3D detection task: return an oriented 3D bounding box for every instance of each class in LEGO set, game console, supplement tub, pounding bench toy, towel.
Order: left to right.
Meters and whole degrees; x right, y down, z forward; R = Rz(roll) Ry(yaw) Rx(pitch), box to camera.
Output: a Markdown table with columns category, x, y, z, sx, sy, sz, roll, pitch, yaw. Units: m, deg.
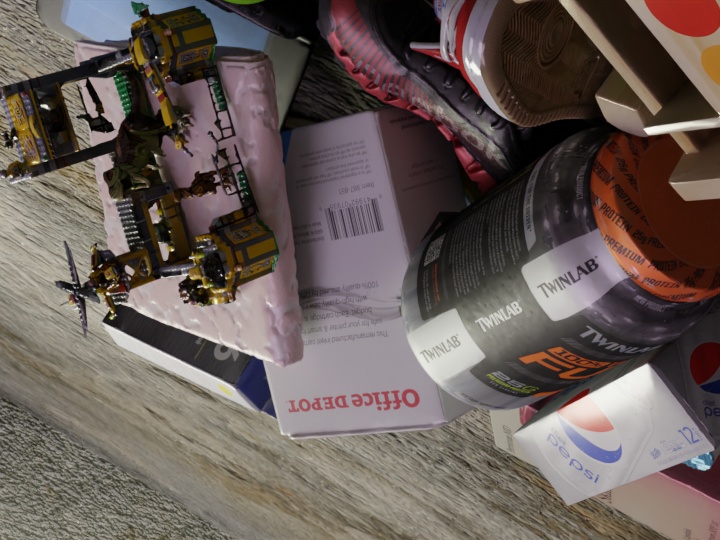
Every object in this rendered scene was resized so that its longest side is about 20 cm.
| category | x | y | z | sx | sy | sz | roll | pitch | yaw |
| --- | --- | --- | --- | --- | --- | --- | --- | --- | --- |
| LEGO set | -0.148 | -0.056 | 0.873 | 0.153 | 0.115 | 0.202 | 5 | 111 | 47 |
| game console | -0.134 | -0.163 | 0.939 | 0.199 | 0.117 | 0.176 | 28 | -165 | 1 |
| towel | -0.112 | -0.051 | 0.953 | 0.190 | 0.032 | 0.202 | 16 | 120 | 45 |
| supplement tub | 0.118 | -0.002 | 0.811 | 0.122 | 0.123 | 0.200 | 38 | 147 | -11 |
| pounding bench toy | 0.139 | -0.129 | 0.621 | 0.156 | 0.125 | 0.199 | 43 | 158 | -23 |

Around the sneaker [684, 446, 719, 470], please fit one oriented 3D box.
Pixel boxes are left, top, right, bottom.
| category | x | y | z | sx | sy | sz | roll | pitch | yaw |
| --- | --- | --- | --- | --- | --- | --- | --- | --- | --- |
| sneaker | 0.195 | 0.037 | 0.990 | 0.200 | 0.081 | 0.077 | 51 | 164 | 10 |

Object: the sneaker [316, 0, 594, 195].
| category | x | y | z | sx | sy | sz | roll | pitch | yaw |
| --- | --- | --- | --- | --- | --- | --- | --- | --- | --- |
| sneaker | 0.063 | -0.114 | 0.851 | 0.200 | 0.071 | 0.098 | 39 | 160 | -20 |

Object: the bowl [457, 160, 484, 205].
| category | x | y | z | sx | sy | sz | roll | pitch | yaw |
| --- | --- | --- | --- | --- | --- | --- | --- | --- | --- |
| bowl | 0.045 | -0.002 | 1.043 | 0.199 | 0.107 | 0.202 | 10 | 108 | 34 |

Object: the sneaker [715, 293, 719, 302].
| category | x | y | z | sx | sy | sz | roll | pitch | yaw |
| --- | --- | --- | --- | --- | --- | --- | --- | --- | --- |
| sneaker | 0.197 | 0.015 | 0.924 | 0.118 | 0.074 | 0.201 | -8 | 125 | 52 |

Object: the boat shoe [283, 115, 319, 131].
| category | x | y | z | sx | sy | sz | roll | pitch | yaw |
| --- | --- | --- | --- | --- | --- | --- | --- | --- | --- |
| boat shoe | -0.069 | -0.082 | 1.122 | 0.199 | 0.072 | 0.072 | 29 | 159 | 15 |

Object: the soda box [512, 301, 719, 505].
| category | x | y | z | sx | sy | sz | roll | pitch | yaw |
| --- | --- | --- | --- | --- | --- | --- | --- | --- | --- |
| soda box | 0.173 | 0.088 | 0.903 | 0.064 | 0.068 | 0.200 | 52 | 156 | 4 |

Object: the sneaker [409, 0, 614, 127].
| category | x | y | z | sx | sy | sz | roll | pitch | yaw |
| --- | --- | --- | --- | --- | --- | --- | --- | --- | --- |
| sneaker | 0.063 | -0.126 | 0.730 | 0.112 | 0.072 | 0.200 | 31 | -167 | 21 |

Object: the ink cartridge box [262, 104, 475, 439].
| category | x | y | z | sx | sy | sz | roll | pitch | yaw |
| --- | --- | --- | --- | --- | --- | --- | --- | --- | --- |
| ink cartridge box | 0.000 | 0.000 | 0.955 | 0.144 | 0.083 | 0.202 | -9 | 96 | 39 |

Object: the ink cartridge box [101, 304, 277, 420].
| category | x | y | z | sx | sy | sz | roll | pitch | yaw |
| --- | --- | --- | --- | --- | --- | --- | --- | --- | --- |
| ink cartridge box | -0.076 | 0.004 | 1.149 | 0.199 | 0.198 | 0.047 | 20 | 157 | 31 |

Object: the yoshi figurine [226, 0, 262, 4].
| category | x | y | z | sx | sy | sz | roll | pitch | yaw |
| --- | --- | --- | --- | --- | --- | --- | --- | --- | --- |
| yoshi figurine | -0.028 | -0.188 | 0.778 | 0.199 | 0.113 | 0.112 | 16 | 160 | 47 |

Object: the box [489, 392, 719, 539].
| category | x | y | z | sx | sy | sz | roll | pitch | yaw |
| --- | --- | --- | --- | --- | --- | --- | --- | --- | --- |
| box | 0.207 | 0.110 | 1.079 | 0.199 | 0.109 | 0.128 | 25 | 159 | 22 |
